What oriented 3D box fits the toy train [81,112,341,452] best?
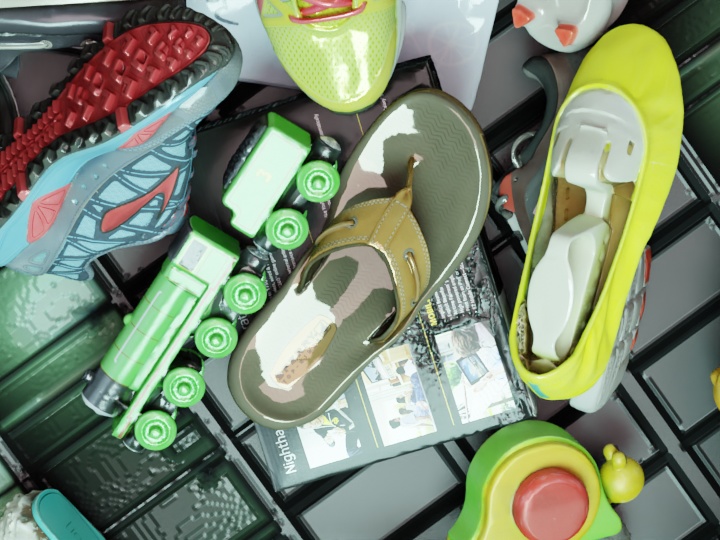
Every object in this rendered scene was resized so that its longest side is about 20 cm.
[{"bbox_3d":[-0.079,0.007,1.430,0.056,0.042,0.200,31,104,-13],"label":"toy train"}]

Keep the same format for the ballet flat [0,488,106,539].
[{"bbox_3d":[-0.125,0.202,1.478,0.072,0.072,0.200,-44,82,0],"label":"ballet flat"}]

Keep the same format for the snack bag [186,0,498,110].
[{"bbox_3d":[-0.007,-0.179,1.456,0.188,0.021,0.200,8,117,-7],"label":"snack bag"}]

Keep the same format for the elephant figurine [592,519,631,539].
[{"bbox_3d":[0.044,0.222,1.482,0.141,0.155,0.200,3,82,37],"label":"elephant figurine"}]

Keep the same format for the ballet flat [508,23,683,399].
[{"bbox_3d":[0.118,-0.030,1.416,0.067,0.067,0.200,15,94,25],"label":"ballet flat"}]

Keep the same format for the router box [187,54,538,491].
[{"bbox_3d":[-0.004,0.002,1.474,0.149,0.051,0.200,-16,96,6],"label":"router box"}]

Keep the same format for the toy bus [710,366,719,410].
[{"bbox_3d":[0.262,0.001,1.475,0.200,0.136,0.192,-24,83,0],"label":"toy bus"}]

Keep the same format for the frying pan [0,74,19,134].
[{"bbox_3d":[-0.262,-0.101,1.462,0.115,0.031,0.190,-40,94,-3],"label":"frying pan"}]

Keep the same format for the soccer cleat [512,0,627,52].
[{"bbox_3d":[0.127,-0.206,1.427,0.069,0.078,0.200,29,127,21],"label":"soccer cleat"}]

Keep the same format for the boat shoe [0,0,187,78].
[{"bbox_3d":[-0.187,-0.119,1.426,0.200,0.073,0.063,-6,106,-8],"label":"boat shoe"}]

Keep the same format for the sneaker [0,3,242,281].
[{"bbox_3d":[-0.118,-0.062,1.418,0.095,0.079,0.200,26,134,-34],"label":"sneaker"}]

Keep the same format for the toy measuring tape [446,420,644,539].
[{"bbox_3d":[0.057,0.124,1.463,0.200,0.074,0.074,-13,96,-13],"label":"toy measuring tape"}]

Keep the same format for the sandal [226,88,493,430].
[{"bbox_3d":[0.000,0.000,1.418,0.080,0.054,0.200,36,97,1],"label":"sandal"}]

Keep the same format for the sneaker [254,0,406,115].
[{"bbox_3d":[-0.025,-0.170,1.383,0.078,0.090,0.200,-9,108,6],"label":"sneaker"}]

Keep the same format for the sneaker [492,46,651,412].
[{"bbox_3d":[0.112,-0.025,1.492,0.082,0.077,0.200,4,89,15],"label":"sneaker"}]
